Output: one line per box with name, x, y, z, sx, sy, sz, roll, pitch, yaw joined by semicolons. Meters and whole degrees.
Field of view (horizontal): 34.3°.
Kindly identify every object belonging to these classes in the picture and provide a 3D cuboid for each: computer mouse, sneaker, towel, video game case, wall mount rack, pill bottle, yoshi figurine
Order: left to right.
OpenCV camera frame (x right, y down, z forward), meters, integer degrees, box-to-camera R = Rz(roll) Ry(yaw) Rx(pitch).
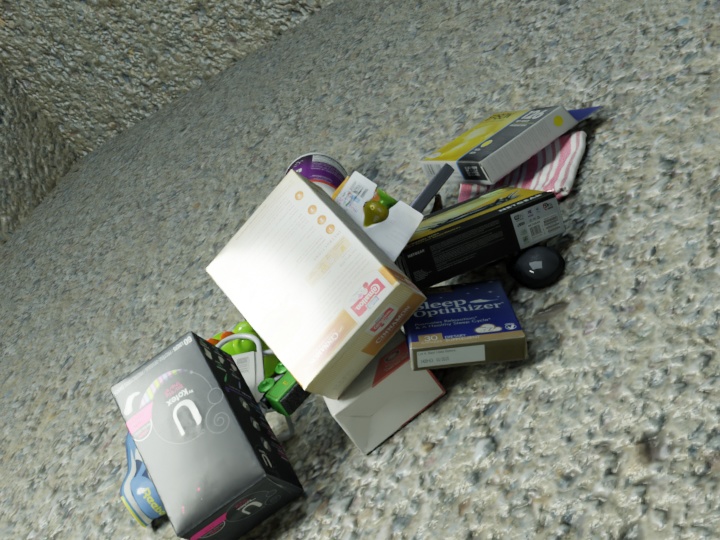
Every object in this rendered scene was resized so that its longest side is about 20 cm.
sneaker;-0.257;0.247;1.511;0.082;0.074;0.200;-32;29;9
wall mount rack;-0.172;0.169;1.450;0.173;0.075;0.200;-13;33;2
yoshi figurine;-0.184;0.145;1.592;0.200;0.113;0.112;-41;-12;32
pill bottle;-0.074;-0.122;1.909;0.112;0.113;0.200;-32;21;14
video game case;0.052;-0.057;1.586;0.143;0.019;0.200;-52;2;-22
towel;0.204;-0.112;1.555;0.199;0.030;0.147;-24;26;32
computer mouse;0.185;-0.022;1.396;0.059;0.034;0.200;-41;20;-6

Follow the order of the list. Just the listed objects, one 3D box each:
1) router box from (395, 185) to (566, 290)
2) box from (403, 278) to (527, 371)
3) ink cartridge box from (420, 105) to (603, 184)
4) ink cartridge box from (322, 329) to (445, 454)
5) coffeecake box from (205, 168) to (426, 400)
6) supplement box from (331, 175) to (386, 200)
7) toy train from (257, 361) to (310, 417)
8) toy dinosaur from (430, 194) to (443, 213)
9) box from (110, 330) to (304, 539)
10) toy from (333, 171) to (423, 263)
router box;0.122;-0.042;1.396;0.199;0.052;0.157;-22;12;-13
box;0.106;0.051;1.287;0.121;0.033;0.200;-6;19;-1
ink cartridge box;0.206;-0.188;1.629;0.200;0.047;0.198;-37;15;-15
ink cartridge box;0.010;0.115;1.350;0.116;0.068;0.200;-37;22;1
coffeecake box;-0.051;0.015;1.275;0.154;0.073;0.200;-48;59;9
supplement box;-0.027;-0.026;1.586;0.069;0.066;0.201;126;163;-60
toy train;-0.039;0.088;1.337;0.200;0.042;0.056;-47;33;-21
toy dinosaur;0.062;-0.009;1.563;0.200;0.058;0.101;-51;2;3
box;-0.172;0.189;1.300;0.122;0.106;0.200;-36;61;6
toy;-0.016;-0.001;1.331;0.115;0.047;0.200;35;95;33
